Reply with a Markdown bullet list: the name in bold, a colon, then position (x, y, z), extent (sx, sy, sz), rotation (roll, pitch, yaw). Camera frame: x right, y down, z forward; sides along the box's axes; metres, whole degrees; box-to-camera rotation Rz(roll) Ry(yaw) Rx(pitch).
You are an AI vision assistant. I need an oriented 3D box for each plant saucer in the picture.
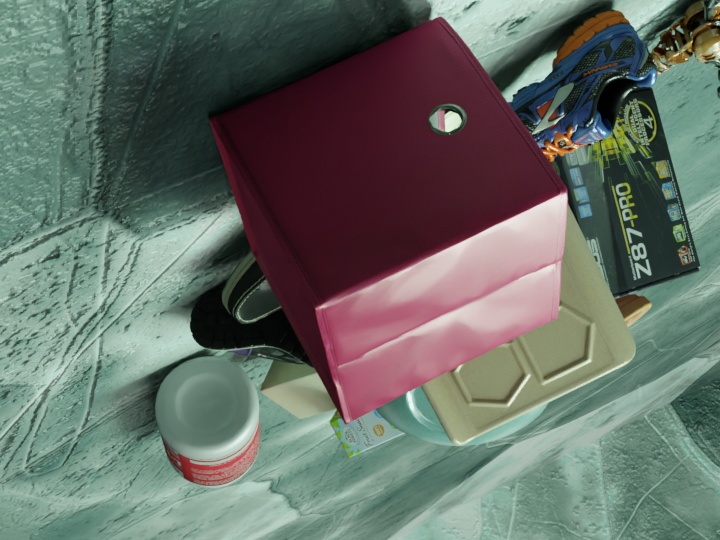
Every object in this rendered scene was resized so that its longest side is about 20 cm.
- **plant saucer**: position (0.239, 0.085, 1.412), extent (0.200, 0.037, 0.200), rotation (-35, 168, -8)
- **plant saucer**: position (0.099, 0.113, 1.243), extent (0.200, 0.039, 0.201), rotation (1, 125, 1)

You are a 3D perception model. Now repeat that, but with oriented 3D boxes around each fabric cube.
- **fabric cube**: position (0.024, -0.038, 0.975), extent (0.199, 0.196, 0.200), rotation (-25, 150, -9)

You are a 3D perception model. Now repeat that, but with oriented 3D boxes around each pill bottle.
- **pill bottle**: position (-0.170, 0.181, 1.414), extent (0.112, 0.112, 0.200), rotation (-25, 160, -14)

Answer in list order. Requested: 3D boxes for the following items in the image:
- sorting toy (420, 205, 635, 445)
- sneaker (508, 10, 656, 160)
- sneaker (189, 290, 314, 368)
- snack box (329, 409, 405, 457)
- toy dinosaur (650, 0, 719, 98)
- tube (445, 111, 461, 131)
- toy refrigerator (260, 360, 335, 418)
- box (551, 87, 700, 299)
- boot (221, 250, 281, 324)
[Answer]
- **sorting toy**: position (0.135, 0.044, 1.172), extent (0.200, 0.185, 0.036), rotation (-28, -167, 2)
- **sneaker**: position (0.181, -0.135, 1.109), extent (0.200, 0.078, 0.075), rotation (-50, 152, 16)
- **sneaker**: position (-0.059, 0.058, 1.222), extent (0.199, 0.076, 0.088), rotation (8, 170, 21)
- **snack box**: position (0.055, 0.131, 1.421), extent (0.142, 0.053, 0.200), rotation (-27, -174, 16)
- **toy dinosaur**: position (0.350, -0.231, 1.203), extent (0.200, 0.102, 0.136), rotation (-2, 164, 38)
- **tube**: position (0.113, -0.113, 1.191), extent (0.200, 0.052, 0.058), rotation (42, 63, -64)
- **toy refrigerator**: position (-0.020, 0.102, 1.364), extent (0.200, 0.070, 0.076), rotation (-24, -145, 51)
- **box**: position (0.251, -0.076, 1.248), extent (0.161, 0.201, 0.049), rotation (-13, 179, -35)
- **boot**: position (-0.017, 0.024, 1.116), extent (0.200, 0.151, 0.073), rotation (-32, 150, 4)
